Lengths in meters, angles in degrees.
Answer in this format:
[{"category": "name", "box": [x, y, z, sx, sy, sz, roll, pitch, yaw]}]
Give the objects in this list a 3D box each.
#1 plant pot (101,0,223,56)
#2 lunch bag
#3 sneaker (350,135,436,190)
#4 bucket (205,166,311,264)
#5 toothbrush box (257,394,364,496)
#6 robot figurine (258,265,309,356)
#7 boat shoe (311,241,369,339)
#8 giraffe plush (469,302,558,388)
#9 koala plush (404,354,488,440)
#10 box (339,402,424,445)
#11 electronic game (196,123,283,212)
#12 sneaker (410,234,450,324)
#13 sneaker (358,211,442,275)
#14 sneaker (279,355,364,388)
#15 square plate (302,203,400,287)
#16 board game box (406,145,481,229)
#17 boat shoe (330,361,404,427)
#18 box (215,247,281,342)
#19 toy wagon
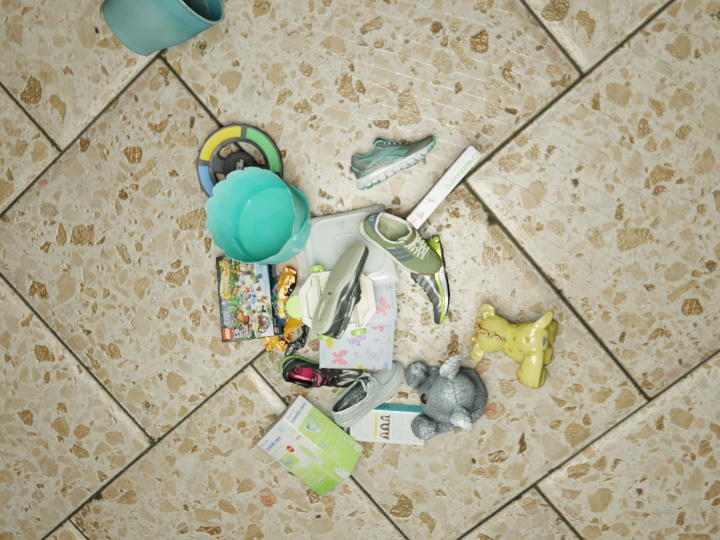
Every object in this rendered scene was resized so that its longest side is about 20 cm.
[{"category": "plant pot", "box": [-0.425, -0.557, 1.222, 0.188, 0.200, 0.200, -26, 96, 24]}, {"category": "lunch bag", "box": [-0.010, 0.113, 1.296, 0.169, 0.127, 0.200, 4, 105, -6]}, {"category": "sneaker", "box": [0.066, -0.255, 1.275, 0.200, 0.078, 0.091, -26, 92, 7]}, {"category": "bucket", "box": [-0.207, -0.108, 1.237, 0.207, 0.135, 0.207, -1, 85, 13]}, {"category": "toothbrush box", "box": [-0.117, 0.410, 1.363, 0.200, 0.086, 0.146, 41, 129, -1]}, {"category": "robot figurine", "box": [-0.171, 0.099, 1.360, 0.145, 0.058, 0.200, 28, 100, 1]}, {"category": "boat shoe", "box": [-0.030, 0.039, 1.165, 0.068, 0.072, 0.200, 28, 81, -34]}, {"category": "giraffe plush", "box": [0.329, 0.156, 1.280, 0.162, 0.200, 0.173, 13, 68, 27]}, {"category": "koala plush", "box": [0.196, 0.266, 1.260, 0.184, 0.200, 0.178, -7, 72, 0]}, {"category": "box", "box": [0.053, 0.360, 1.384, 0.200, 0.049, 0.082, 3, 99, 5]}, {"category": "electronic game", "box": [-0.274, -0.230, 1.326, 0.200, 0.042, 0.200, 1, 99, 5]}, {"category": "sneaker", "box": [0.156, 0.023, 1.317, 0.081, 0.074, 0.200, -8, 91, 13]}, {"category": "sneaker", "box": [0.094, -0.057, 1.213, 0.200, 0.090, 0.067, 31, 70, -9]}, {"category": "sneaker", "box": [-0.089, 0.247, 1.354, 0.200, 0.084, 0.077, 3, 108, -7]}, {"category": "square plate", "box": [-0.029, -0.048, 1.271, 0.200, 0.028, 0.198, -11, 66, 1]}, {"category": "board game box", "box": [0.175, -0.178, 1.249, 0.035, 0.126, 0.200, 40, 101, -1]}, {"category": "boat shoe", "box": [0.016, 0.272, 1.331, 0.201, 0.070, 0.072, -40, 136, -12]}, {"category": "box", "box": [-0.256, 0.057, 1.328, 0.136, 0.038, 0.200, -10, 80, 20]}, {"category": "toy wagon", "box": [-0.070, 0.064, 1.209, 0.200, 0.040, 0.155, -8, 88, 2]}]
